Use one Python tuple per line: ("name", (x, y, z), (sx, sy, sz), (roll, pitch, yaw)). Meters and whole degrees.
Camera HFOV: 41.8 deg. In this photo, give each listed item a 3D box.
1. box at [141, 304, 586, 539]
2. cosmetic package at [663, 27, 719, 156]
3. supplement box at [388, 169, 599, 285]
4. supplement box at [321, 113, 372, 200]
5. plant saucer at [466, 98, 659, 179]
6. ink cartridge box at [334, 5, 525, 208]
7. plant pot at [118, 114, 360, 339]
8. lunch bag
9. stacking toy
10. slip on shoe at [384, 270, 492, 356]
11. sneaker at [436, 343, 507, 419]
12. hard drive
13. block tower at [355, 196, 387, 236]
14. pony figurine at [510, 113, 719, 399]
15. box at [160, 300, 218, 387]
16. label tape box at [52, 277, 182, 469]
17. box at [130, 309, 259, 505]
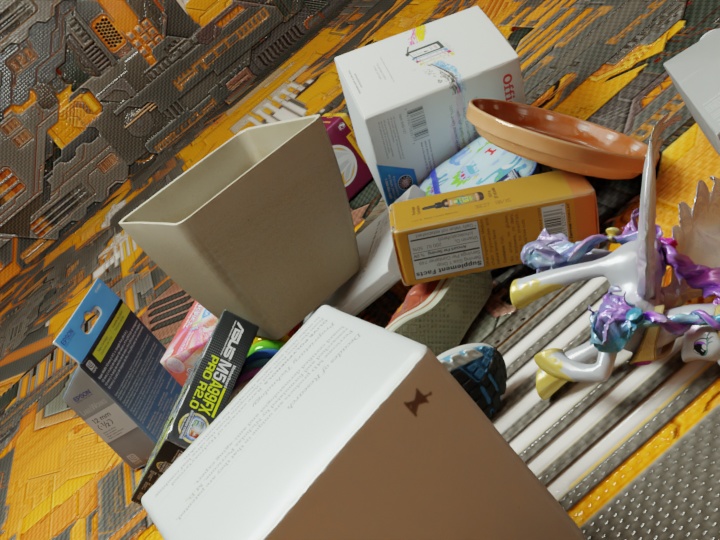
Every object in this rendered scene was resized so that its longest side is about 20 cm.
("box", (0.000, 0.170, 0.640), (0.200, 0.199, 0.171), (-46, 23, -14))
("cosmetic package", (0.357, -0.155, 0.851), (0.106, 0.091, 0.201), (-30, 21, 21))
("supplement box", (0.129, -0.044, 0.926), (0.197, 0.070, 0.067), (-9, 27, 4))
("supplement box", (-0.076, -0.140, 1.470), (0.200, 0.111, 0.085), (-45, 23, -13))
("plant saucer", (0.202, -0.132, 0.958), (0.201, 0.197, 0.033), (-111, 33, -67))
("ink cartridge box", (0.091, -0.205, 1.170), (0.197, 0.148, 0.145), (-20, 44, -3))
("plant pot", (-0.116, -0.039, 1.058), (0.200, 0.178, 0.199), (-41, 23, -23))
("lunch bag", (0.139, -0.079, 1.058), (0.160, 0.083, 0.201), (-36, 21, 17))
("stacking toy", (-0.098, 0.103, 1.064), (0.085, 0.086, 0.201), (-31, 26, 19))
("slip on shoe", (0.058, 0.059, 0.931), (0.061, 0.074, 0.200), (-10, 30, 51))
("sneaker", (0.040, 0.129, 0.831), (0.199, 0.075, 0.087), (-39, 16, 0))
("hard drive", (0.000, 0.000, 1.099), (0.200, 0.026, 0.133), (-41, 23, 47))
("block tower", (0.065, -0.087, 1.222), (0.057, 0.054, 0.201), (-8, 38, 53))
("pony figurine", (0.215, 0.004, 0.722), (0.198, 0.165, 0.196), (-12, 66, 43))
("box", (-0.161, 0.071, 1.223), (0.102, 0.095, 0.201), (-26, 26, 29))
("label tape box", (-0.312, 0.131, 1.206), (0.066, 0.201, 0.144), (-30, 23, 24))
("box", (-0.181, 0.158, 1.021), (0.200, 0.044, 0.162), (-54, 14, 52))
